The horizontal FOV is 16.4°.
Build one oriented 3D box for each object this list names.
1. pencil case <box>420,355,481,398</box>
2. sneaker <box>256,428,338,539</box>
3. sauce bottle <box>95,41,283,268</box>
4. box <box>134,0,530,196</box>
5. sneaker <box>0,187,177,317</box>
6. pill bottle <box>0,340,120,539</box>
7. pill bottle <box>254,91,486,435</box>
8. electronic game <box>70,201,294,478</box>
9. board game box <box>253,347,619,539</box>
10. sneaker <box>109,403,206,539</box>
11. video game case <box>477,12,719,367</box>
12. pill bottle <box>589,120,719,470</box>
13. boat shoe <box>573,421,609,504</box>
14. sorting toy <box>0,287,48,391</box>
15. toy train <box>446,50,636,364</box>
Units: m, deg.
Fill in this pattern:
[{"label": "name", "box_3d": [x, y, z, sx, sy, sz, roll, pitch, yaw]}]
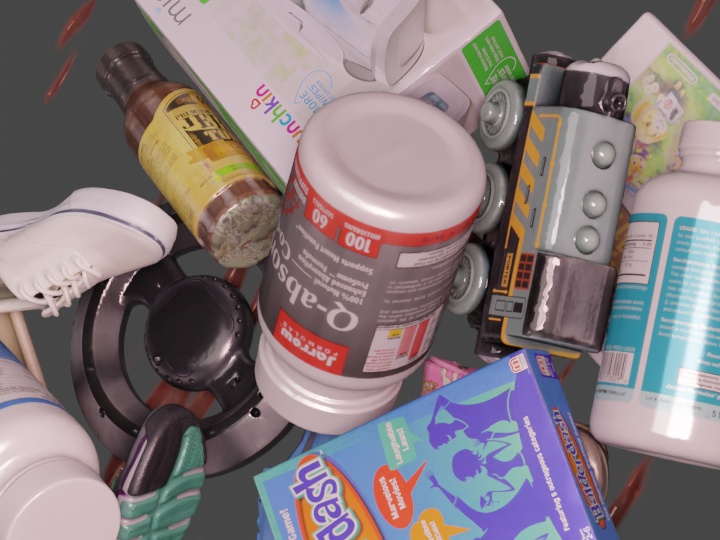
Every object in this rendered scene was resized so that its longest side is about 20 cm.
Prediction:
[{"label": "pencil case", "box_3d": [0.045, 0.159, 1.586, 0.082, 0.086, 0.201, 20, 89, 17]}, {"label": "sneaker", "box_3d": [-0.040, 0.180, 1.633, 0.078, 0.066, 0.201, 22, 89, 35]}, {"label": "sauce bottle", "box_3d": [-0.120, -0.084, 1.689, 0.065, 0.065, 0.200, -47, 53, 9]}, {"label": "box", "box_3d": [-0.019, -0.150, 1.627, 0.176, 0.097, 0.200, -38, 58, -2]}, {"label": "sneaker", "box_3d": [-0.198, -0.003, 1.686, 0.199, 0.073, 0.071, -13, 49, 48]}, {"label": "pill bottle", "box_3d": [-0.238, 0.122, 1.629, 0.113, 0.112, 0.200, -55, 43, 5]}, {"label": "pill bottle", "box_3d": [0.000, 0.000, 1.531, 0.116, 0.116, 0.201, 39, 136, 23]}, {"label": "electronic game", "box_3d": [-0.109, 0.043, 1.692, 0.199, 0.042, 0.202, -8, 71, 24]}, {"label": "board game box", "box_3d": [0.048, 0.156, 1.510, 0.199, 0.045, 0.153, -27, 74, 22]}, {"label": "sneaker", "box_3d": [-0.164, 0.170, 1.655, 0.087, 0.074, 0.201, 28, 113, 33]}, {"label": "video game case", "box_3d": [0.188, -0.034, 1.595, 0.182, 0.022, 0.200, -46, 68, 9]}, {"label": "pill bottle", "box_3d": [0.209, 0.015, 1.506, 0.110, 0.111, 0.202, 11, 86, 23]}, {"label": "boat shoe", "box_3d": [0.114, 0.186, 1.562, 0.074, 0.073, 0.201, 26, 109, 16]}, {"label": "sorting toy", "box_3d": [-0.301, 0.132, 1.759, 0.199, 0.036, 0.186, -26, 72, 16]}, {"label": "toy train", "box_3d": [0.118, -0.037, 1.548, 0.114, 0.085, 0.202, 7, 84, 60]}]
